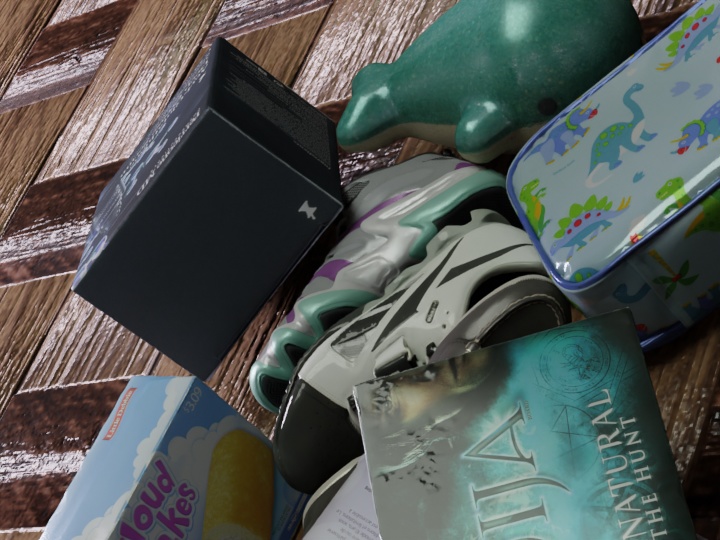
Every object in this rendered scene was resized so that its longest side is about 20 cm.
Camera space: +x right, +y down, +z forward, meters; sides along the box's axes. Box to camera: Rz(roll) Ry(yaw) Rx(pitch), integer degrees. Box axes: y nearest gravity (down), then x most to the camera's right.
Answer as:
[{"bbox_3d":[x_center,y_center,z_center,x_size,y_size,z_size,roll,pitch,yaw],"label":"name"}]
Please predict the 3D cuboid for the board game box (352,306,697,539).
[{"bbox_3d":[0.077,0.121,0.754,0.135,0.028,0.201,-16,55,7],"label":"board game box"}]

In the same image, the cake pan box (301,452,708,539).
[{"bbox_3d":[0.047,0.167,0.783,0.199,0.052,0.184,26,68,31],"label":"cake pan box"}]

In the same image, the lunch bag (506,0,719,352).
[{"bbox_3d":[0.181,-0.063,0.937,0.200,0.082,0.161,-39,33,11],"label":"lunch bag"}]

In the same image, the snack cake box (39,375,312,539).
[{"bbox_3d":[-0.120,0.172,0.993,0.067,0.115,0.201,-4,51,47],"label":"snack cake box"}]

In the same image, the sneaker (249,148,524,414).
[{"bbox_3d":[0.000,0.000,1.096,0.200,0.078,0.140,-38,29,-5],"label":"sneaker"}]

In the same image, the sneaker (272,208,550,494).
[{"bbox_3d":[0.032,0.052,0.990,0.200,0.074,0.088,-49,30,-4],"label":"sneaker"}]

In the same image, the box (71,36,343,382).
[{"bbox_3d":[-0.097,-0.046,1.157,0.149,0.107,0.200,-51,15,14],"label":"box"}]

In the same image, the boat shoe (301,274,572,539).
[{"bbox_3d":[0.046,0.091,0.933,0.200,0.067,0.057,-49,18,9],"label":"boat shoe"}]

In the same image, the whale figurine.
[{"bbox_3d":[0.074,-0.132,1.087,0.199,0.104,0.159,-9,37,22],"label":"whale figurine"}]
